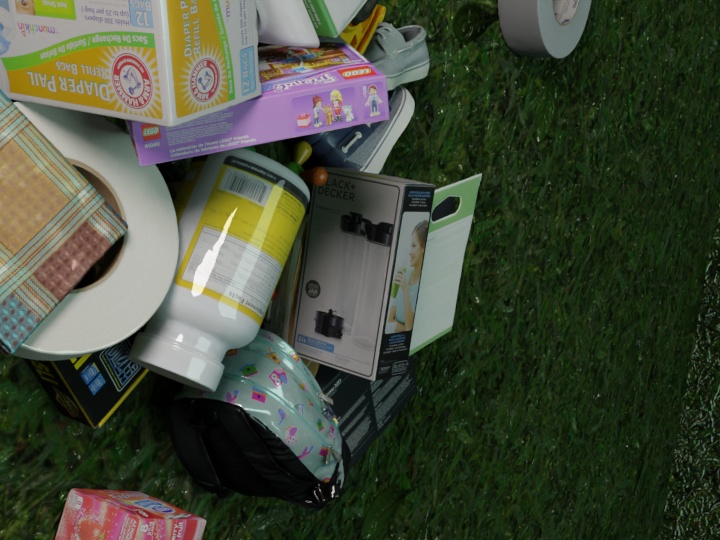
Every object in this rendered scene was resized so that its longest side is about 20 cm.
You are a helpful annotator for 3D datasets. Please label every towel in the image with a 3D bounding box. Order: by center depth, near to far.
[{"bbox_3d":[-0.277,-0.057,0.759,0.200,0.022,0.147,48,56,-18],"label":"towel"}]

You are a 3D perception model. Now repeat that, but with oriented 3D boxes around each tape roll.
[{"bbox_3d":[-0.237,-0.032,0.820,0.202,0.037,0.204,10,73,-36],"label":"tape roll"},{"bbox_3d":[0.274,-0.415,1.559,0.200,0.066,0.201,-27,122,-52],"label":"tape roll"}]

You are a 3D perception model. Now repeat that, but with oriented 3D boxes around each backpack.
[{"bbox_3d":[-0.110,0.150,1.088,0.200,0.166,0.127,60,35,-44],"label":"backpack"}]

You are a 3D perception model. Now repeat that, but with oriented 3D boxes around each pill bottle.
[{"bbox_3d":[-0.128,-0.001,0.934,0.112,0.112,0.201,41,67,-55],"label":"pill bottle"}]

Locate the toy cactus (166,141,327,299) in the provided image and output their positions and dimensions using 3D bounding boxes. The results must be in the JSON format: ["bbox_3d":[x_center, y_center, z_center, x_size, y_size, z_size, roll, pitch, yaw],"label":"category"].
[{"bbox_3d":[-0.120,-0.062,1.049,0.165,0.102,0.201,-3,112,-48],"label":"toy cactus"}]

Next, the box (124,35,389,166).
[{"bbox_3d":[-0.092,-0.142,0.862,0.199,0.137,0.039,-12,118,-12],"label":"box"}]

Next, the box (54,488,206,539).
[{"bbox_3d":[-0.232,0.312,0.985,0.100,0.095,0.201,24,81,-57],"label":"box"}]

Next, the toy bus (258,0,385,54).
[{"bbox_3d":[-0.060,-0.226,1.056,0.200,0.135,0.192,-63,162,-20],"label":"toy bus"}]

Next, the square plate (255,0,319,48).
[{"bbox_3d":[-0.146,-0.251,0.820,0.028,0.198,0.200,-58,144,-27],"label":"square plate"}]

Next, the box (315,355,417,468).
[{"bbox_3d":[-0.017,0.139,1.282,0.200,0.079,0.142,-43,138,-42],"label":"box"}]

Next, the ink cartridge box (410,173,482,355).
[{"bbox_3d":[0.066,-0.007,1.183,0.145,0.048,0.201,-24,127,-52],"label":"ink cartridge box"}]

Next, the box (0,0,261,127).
[{"bbox_3d":[-0.182,-0.181,0.786,0.101,0.200,0.113,-32,127,-49],"label":"box"}]

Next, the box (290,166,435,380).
[{"bbox_3d":[0.000,0.000,1.089,0.060,0.116,0.201,-3,105,-54],"label":"box"}]

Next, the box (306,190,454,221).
[{"bbox_3d":[0.015,-0.032,1.244,0.200,0.106,0.123,-15,115,-56],"label":"box"}]

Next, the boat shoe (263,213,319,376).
[{"bbox_3d":[-0.079,0.029,1.152,0.071,0.069,0.201,-10,114,-53],"label":"boat shoe"}]

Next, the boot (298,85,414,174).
[{"bbox_3d":[-0.002,-0.175,1.203,0.090,0.073,0.200,49,36,-22],"label":"boot"}]

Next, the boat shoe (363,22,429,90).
[{"bbox_3d":[0.021,-0.248,1.219,0.201,0.070,0.072,-33,126,-58],"label":"boat shoe"}]

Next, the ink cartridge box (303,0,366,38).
[{"bbox_3d":[-0.102,-0.282,0.882,0.083,0.200,0.147,-57,142,-24],"label":"ink cartridge box"}]

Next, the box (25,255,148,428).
[{"bbox_3d":[-0.233,0.013,0.923,0.160,0.049,0.200,-51,140,-33],"label":"box"}]
